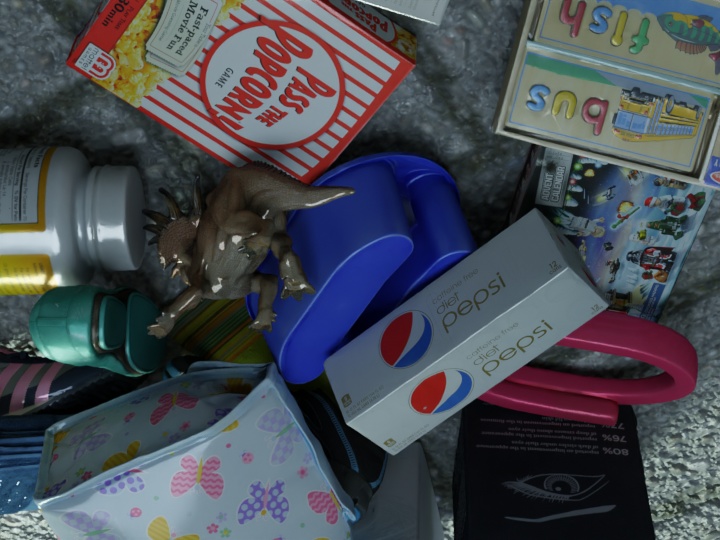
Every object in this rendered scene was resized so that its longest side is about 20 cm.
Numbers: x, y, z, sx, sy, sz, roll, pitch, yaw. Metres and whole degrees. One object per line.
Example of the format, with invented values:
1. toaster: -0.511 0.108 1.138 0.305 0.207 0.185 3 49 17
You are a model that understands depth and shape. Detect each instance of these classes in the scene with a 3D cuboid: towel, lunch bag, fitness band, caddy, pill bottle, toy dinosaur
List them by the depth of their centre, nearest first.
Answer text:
1. toy dinosaur: -0.094 -0.031 1.153 0.086 0.136 0.200 21 131 -34
2. pill bottle: -0.265 -0.036 1.183 0.199 0.109 0.110 -1 125 4
3. caddy: 0.000 0.000 1.203 0.141 0.105 0.200 12 128 -35
4. lunch bag: -0.120 0.170 1.215 0.199 0.127 0.170 -23 118 11
5. fitness band: 0.163 0.071 1.245 0.199 0.038 0.144 9 151 0
6. towel: -0.245 0.160 1.295 0.199 0.049 0.112 0 144 -39
7. towel: -0.069 0.076 1.309 0.200 0.018 0.086 38 119 -22

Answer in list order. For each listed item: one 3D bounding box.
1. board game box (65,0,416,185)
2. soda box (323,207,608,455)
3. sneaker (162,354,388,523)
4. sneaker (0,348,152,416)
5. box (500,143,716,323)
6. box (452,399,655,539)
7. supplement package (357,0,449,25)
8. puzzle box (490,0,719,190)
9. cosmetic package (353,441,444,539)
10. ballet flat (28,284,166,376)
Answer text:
1. board game box: -0.083 -0.156 1.128 0.200 0.046 0.152 31 121 -18
2. soda box: 0.074 0.046 1.156 0.200 0.064 0.068 -37 138 14
3. sneaker: -0.070 0.126 1.297 0.200 0.082 0.073 35 139 0
4. sneaker: -0.267 0.088 1.299 0.199 0.082 0.070 -22 159 -6
5. box: 0.182 -0.036 1.205 0.136 0.040 0.201 12 125 -5
6. box: 0.150 0.203 1.275 0.147 0.200 0.105 5 127 0
7. supplement package: -0.024 -0.258 1.009 0.199 0.121 0.120 16 125 -8
8. puzzle box: 0.202 -0.136 1.113 0.199 0.025 0.134 13 103 -6
9. cosmetic package: -0.036 0.260 1.325 0.198 0.200 0.123 -9 122 8
10. ballet flat: -0.200 0.042 1.191 0.070 0.200 0.068 3 83 7
